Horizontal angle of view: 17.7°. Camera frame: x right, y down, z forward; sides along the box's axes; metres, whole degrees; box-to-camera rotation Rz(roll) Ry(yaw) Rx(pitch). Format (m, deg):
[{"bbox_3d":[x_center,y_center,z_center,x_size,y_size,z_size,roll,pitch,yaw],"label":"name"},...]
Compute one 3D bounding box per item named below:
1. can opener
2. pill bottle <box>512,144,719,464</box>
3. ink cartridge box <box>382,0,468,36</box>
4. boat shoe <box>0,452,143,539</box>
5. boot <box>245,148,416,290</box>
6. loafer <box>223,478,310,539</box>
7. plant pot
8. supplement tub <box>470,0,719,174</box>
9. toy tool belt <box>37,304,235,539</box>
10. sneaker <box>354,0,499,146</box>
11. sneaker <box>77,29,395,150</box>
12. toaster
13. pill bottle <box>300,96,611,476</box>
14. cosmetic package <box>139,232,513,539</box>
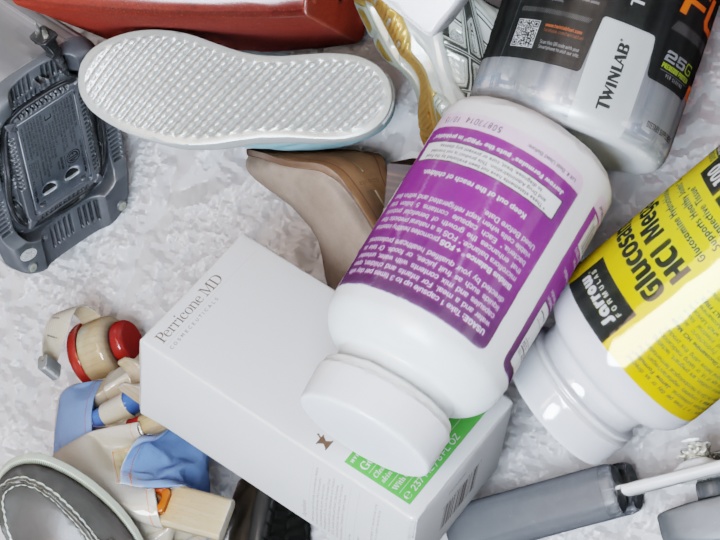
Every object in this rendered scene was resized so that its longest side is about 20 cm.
[{"bbox_3d":[0.146,0.143,1.366,0.200,0.053,0.067,-13,79,25],"label":"can opener"},{"bbox_3d":[0.185,0.018,1.326,0.200,0.112,0.113,-41,68,17],"label":"pill bottle"},{"bbox_3d":[0.018,-0.264,1.318,0.200,0.045,0.176,38,109,2],"label":"ink cartridge box"},{"bbox_3d":[-0.156,0.201,1.390,0.072,0.061,0.201,-30,102,22],"label":"boat shoe"},{"bbox_3d":[0.000,0.000,1.450,0.200,0.070,0.147,11,106,48],"label":"boot"},{"bbox_3d":[-0.089,0.218,1.464,0.071,0.073,0.200,15,91,26],"label":"loafer"},{"bbox_3d":[-0.081,-0.234,1.453,0.176,0.200,0.200,14,91,16],"label":"plant pot"},{"bbox_3d":[0.150,-0.167,1.351,0.122,0.122,0.200,16,84,27],"label":"supplement tub"},{"bbox_3d":[-0.130,0.101,1.476,0.123,0.125,0.200,-21,48,23],"label":"toy tool belt"},{"bbox_3d":[0.073,-0.117,1.419,0.088,0.076,0.200,-25,92,-16],"label":"sneaker"},{"bbox_3d":[-0.075,-0.105,1.458,0.200,0.082,0.074,8,84,7],"label":"sneaker"},{"bbox_3d":[-0.236,-0.104,1.518,0.114,0.200,0.129,-38,56,-25],"label":"toaster"},{"bbox_3d":[0.050,0.011,1.299,0.112,0.112,0.200,22,69,27],"label":"pill bottle"},{"bbox_3d":[-0.023,0.081,1.374,0.200,0.085,0.108,31,58,16],"label":"cosmetic package"}]
